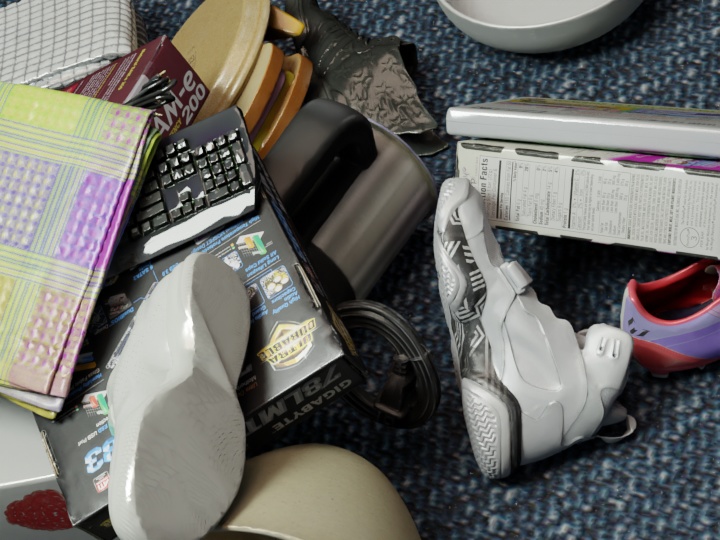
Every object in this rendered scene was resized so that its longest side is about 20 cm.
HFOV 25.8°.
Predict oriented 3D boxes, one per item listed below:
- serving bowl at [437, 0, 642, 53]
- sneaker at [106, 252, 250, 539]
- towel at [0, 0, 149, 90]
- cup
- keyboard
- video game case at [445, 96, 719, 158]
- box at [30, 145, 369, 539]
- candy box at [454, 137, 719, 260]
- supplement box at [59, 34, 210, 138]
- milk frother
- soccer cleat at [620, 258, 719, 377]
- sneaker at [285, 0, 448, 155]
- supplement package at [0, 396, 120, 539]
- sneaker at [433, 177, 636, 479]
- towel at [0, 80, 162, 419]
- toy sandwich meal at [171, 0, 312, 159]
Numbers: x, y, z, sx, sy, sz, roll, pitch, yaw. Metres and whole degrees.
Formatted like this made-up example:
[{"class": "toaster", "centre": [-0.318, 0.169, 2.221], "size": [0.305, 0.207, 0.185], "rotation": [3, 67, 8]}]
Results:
[{"class": "serving bowl", "centre": [0.159, -0.249, 1.315], "size": [0.199, 0.066, 0.201], "rotation": [-10, 49, 12]}, {"class": "sneaker", "centre": [-0.115, 0.085, 0.889], "size": [0.088, 0.075, 0.201], "rotation": [-29, 33, 31]}, {"class": "towel", "centre": [-0.280, -0.165, 1.372], "size": [0.199, 0.086, 0.166], "rotation": [-20, 37, 3]}, {"class": "cup", "centre": [-0.037, 0.187, 0.945], "size": [0.199, 0.201, 0.143], "rotation": [-2, 30, 18]}, {"class": "keyboard", "centre": [-0.162, -0.057, 1.010], "size": [0.199, 0.021, 0.128], "rotation": [-23, 62, 11]}, {"class": "video game case", "centre": [0.184, -0.104, 1.130], "size": [0.199, 0.022, 0.182], "rotation": [7, 11, 22]}, {"class": "box", "centre": [-0.121, 0.036, 0.990], "size": [0.199, 0.050, 0.199], "rotation": [-33, 58, 7]}, {"class": "candy box", "centre": [0.181, -0.055, 1.088], "size": [0.199, 0.061, 0.136], "rotation": [10, 13, 31]}, {"class": "supplement box", "centre": [-0.218, -0.092, 1.192], "size": [0.199, 0.061, 0.109], "rotation": [-21, 32, 35]}, {"class": "milk frother", "centre": [0.000, 0.000, 1.115], "size": [0.199, 0.181, 0.189], "rotation": [34, 65, 5]}, {"class": "soccer cleat", "centre": [0.270, 0.015, 1.040], "size": [0.199, 0.077, 0.067], "rotation": [-16, 47, 7]}, {"class": "sneaker", "centre": [0.002, -0.169, 1.310], "size": [0.104, 0.060, 0.201], "rotation": [-17, 52, 7]}, {"class": "supplement package", "centre": [-0.215, 0.130, 1.086], "size": [0.199, 0.122, 0.120], "rotation": [-12, 48, 11]}, {"class": "sneaker", "centre": [0.115, 0.031, 1.045], "size": [0.114, 0.075, 0.201], "rotation": [-11, 86, -1]}, {"class": "towel", "centre": [-0.215, -0.018, 0.996], "size": [0.143, 0.023, 0.201], "rotation": [13, 79, 23]}, {"class": "toy sandwich meal", "centre": [-0.115, -0.152, 1.316], "size": [0.205, 0.070, 0.206], "rotation": [-41, 32, 33]}]
